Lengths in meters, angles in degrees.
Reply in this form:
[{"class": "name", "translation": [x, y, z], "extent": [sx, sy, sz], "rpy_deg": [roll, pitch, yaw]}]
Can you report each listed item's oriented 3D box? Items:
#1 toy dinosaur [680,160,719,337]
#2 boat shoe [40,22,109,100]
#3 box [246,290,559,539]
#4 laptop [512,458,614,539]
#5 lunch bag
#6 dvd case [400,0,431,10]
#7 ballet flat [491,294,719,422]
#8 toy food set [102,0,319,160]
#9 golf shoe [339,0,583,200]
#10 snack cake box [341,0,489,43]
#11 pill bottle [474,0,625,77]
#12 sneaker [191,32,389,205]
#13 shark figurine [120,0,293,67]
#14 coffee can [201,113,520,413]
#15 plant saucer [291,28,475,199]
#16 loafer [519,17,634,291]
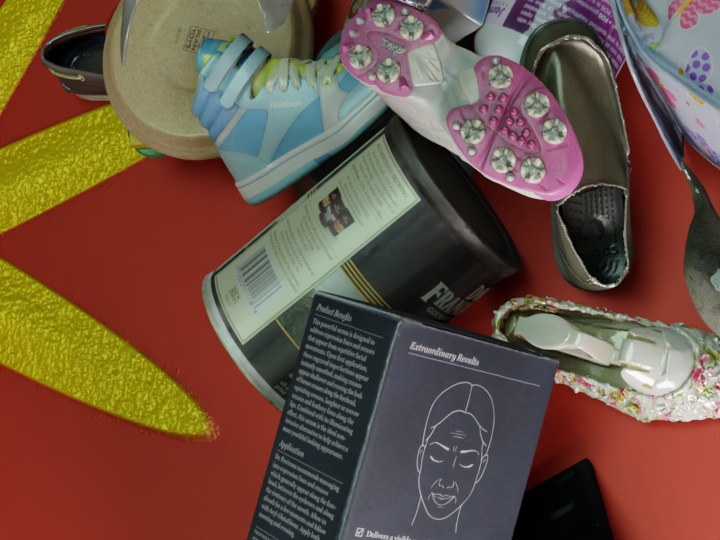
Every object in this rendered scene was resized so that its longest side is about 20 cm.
[{"class": "toy dinosaur", "translation": [0.260, 0.016, 0.950], "extent": [0.102, 0.077, 0.202], "rpy_deg": [-30, 88, -15]}, {"class": "boat shoe", "translation": [-0.203, -0.196, 1.319], "extent": [0.198, 0.059, 0.073], "rpy_deg": [0, 74, 30]}, {"class": "box", "translation": [0.027, 0.132, 0.980], "extent": [0.107, 0.147, 0.203], "rpy_deg": [16, 90, 54]}, {"class": "laptop", "translation": [0.128, 0.276, 1.015], "extent": [0.186, 0.116, 0.201], "rpy_deg": [-32, 33, 17]}, {"class": "lunch bag", "translation": [0.253, -0.132, 0.974], "extent": [0.127, 0.169, 0.200], "rpy_deg": [-48, 60, 2]}, {"class": "dvd case", "translation": [-0.017, -0.276, 1.039], "extent": [0.202, 0.147, 0.016], "rpy_deg": [-88, 23, -44]}, {"class": "ballet flat", "translation": [0.177, 0.061, 1.020], "extent": [0.198, 0.064, 0.077], "rpy_deg": [9, 78, 31]}, {"class": "toy food set", "translation": [-0.132, -0.190, 1.240], "extent": [0.195, 0.049, 0.203], "rpy_deg": [-1, 78, 14]}, {"class": "golf shoe", "translation": [0.077, -0.113, 1.006], "extent": [0.200, 0.092, 0.076], "rpy_deg": [40, 88, 20]}, {"class": "snack cake box", "translation": [0.063, -0.268, 1.133], "extent": [0.115, 0.067, 0.202], "rpy_deg": [-22, 46, 55]}, {"class": "pill bottle", "translation": [0.153, -0.188, 1.082], "extent": [0.112, 0.112, 0.202], "rpy_deg": [28, 89, 33]}, {"class": "sneaker", "translation": [-0.054, -0.149, 1.123], "extent": [0.199, 0.080, 0.131], "rpy_deg": [-33, 102, 28]}, {"class": "shark figurine", "translation": [-0.094, -0.214, 1.086], "extent": [0.212, 0.128, 0.091], "rpy_deg": [-13, 83, 3]}, {"class": "coffee can", "translation": [0.000, 0.000, 1.092], "extent": [0.199, 0.146, 0.147], "rpy_deg": [-38, 60, 15]}, {"class": "plant saucer", "translation": [0.012, -0.129, 1.190], "extent": [0.198, 0.036, 0.203], "rpy_deg": [-9, 71, 28]}, {"class": "loafer", "translation": [0.162, -0.077, 1.014], "extent": [0.074, 0.070, 0.202], "rpy_deg": [-16, 106, -3]}]
